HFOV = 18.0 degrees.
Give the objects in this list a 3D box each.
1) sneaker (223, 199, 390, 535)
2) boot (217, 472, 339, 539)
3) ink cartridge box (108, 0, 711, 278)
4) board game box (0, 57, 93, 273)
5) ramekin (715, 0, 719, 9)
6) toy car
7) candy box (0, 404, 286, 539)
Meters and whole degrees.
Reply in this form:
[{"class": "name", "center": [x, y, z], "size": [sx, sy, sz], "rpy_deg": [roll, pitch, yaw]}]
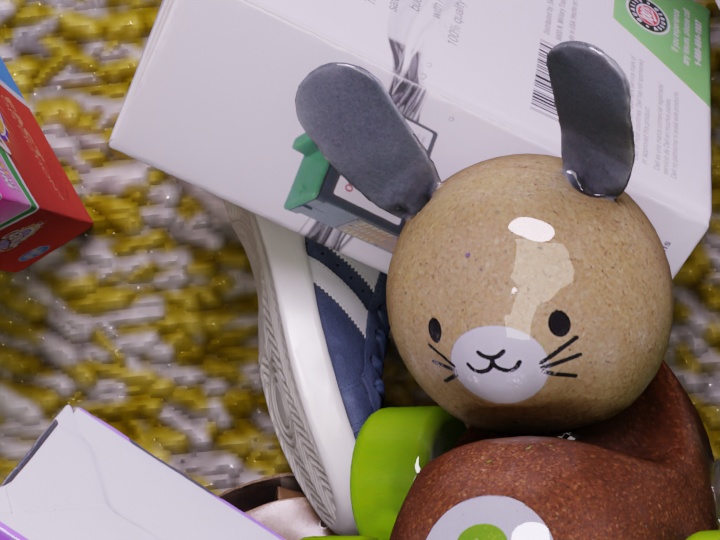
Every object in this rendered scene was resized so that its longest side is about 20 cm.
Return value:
[{"class": "sneaker", "center": [0.000, 0.000, 0.871], "size": [0.084, 0.075, 0.201], "rpy_deg": [-9, 71, -13]}, {"class": "boot", "center": [0.004, 0.109, 0.879], "size": [0.199, 0.074, 0.076], "rpy_deg": [-20, 101, 5]}, {"class": "ink cartridge box", "center": [0.023, -0.072, 0.825], "size": [0.199, 0.146, 0.085], "rpy_deg": [24, 126, -8]}, {"class": "board game box", "center": [-0.169, -0.077, 0.839], "size": [0.040, 0.200, 0.154], "rpy_deg": [-30, 87, 2]}, {"class": "ramekin", "center": [0.153, -0.172, 0.825], "size": [0.094, 0.202, 0.204], "rpy_deg": [-22, 87, 14]}, {"class": "toy car", "center": [0.050, 0.026, 0.718], "size": [0.163, 0.158, 0.201], "rpy_deg": [-3, 116, 23]}, {"class": "candy box", "center": [-0.081, 0.175, 0.839], "size": [0.167, 0.072, 0.201], "rpy_deg": [31, 129, 4]}]
